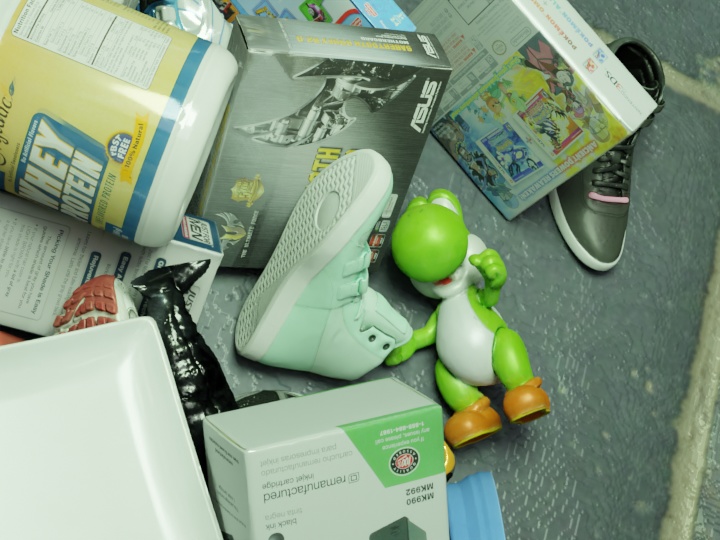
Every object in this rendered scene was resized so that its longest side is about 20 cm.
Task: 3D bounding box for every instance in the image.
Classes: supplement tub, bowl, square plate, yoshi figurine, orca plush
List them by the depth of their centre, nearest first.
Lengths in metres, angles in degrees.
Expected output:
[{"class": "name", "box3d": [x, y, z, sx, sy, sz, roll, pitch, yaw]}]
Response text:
[{"class": "square plate", "box3d": [-0.193, 0.140, 1.030, 0.199, 0.028, 0.199, -11, 76, -33]}, {"class": "supplement tub", "box3d": [-0.196, -0.114, 1.095, 0.199, 0.145, 0.146, 21, 66, -4]}, {"class": "orca plush", "box3d": [-0.094, 0.092, 1.128, 0.105, 0.071, 0.202, -5, 91, -58]}, {"class": "bowl", "box3d": [0.086, 0.246, 1.166, 0.039, 0.201, 0.202, -7, 75, 1]}, {"class": "yoshi figurine", "box3d": [0.072, 0.030, 1.275, 0.112, 0.112, 0.201, -14, 76, -19]}]

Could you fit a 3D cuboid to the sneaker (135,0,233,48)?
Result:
[{"class": "sneaker", "box3d": [-0.130, -0.185, 1.286, 0.086, 0.075, 0.202, -11, 82, -37]}]

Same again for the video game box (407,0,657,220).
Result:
[{"class": "video game box", "box3d": [0.115, -0.149, 1.296, 0.047, 0.200, 0.183, -40, 92, -29]}]

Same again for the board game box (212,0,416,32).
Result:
[{"class": "board game box", "box3d": [-0.064, -0.221, 1.270, 0.200, 0.151, 0.037, 49, 56, -2]}]

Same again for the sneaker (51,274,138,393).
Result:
[{"class": "sneaker", "box3d": [-0.162, 0.100, 1.156, 0.082, 0.077, 0.202, -25, 110, -50]}]

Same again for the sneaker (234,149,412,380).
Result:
[{"class": "sneaker", "box3d": [0.000, 0.000, 1.219, 0.118, 0.201, 0.074, 18, 36, -24]}]

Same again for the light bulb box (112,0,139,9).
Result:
[{"class": "light bulb box", "box3d": [-0.238, -0.263, 1.164, 0.199, 0.199, 0.125, 29, 38, -8]}]

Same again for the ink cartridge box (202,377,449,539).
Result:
[{"class": "ink cartridge box", "box3d": [-0.018, 0.188, 1.094, 0.145, 0.084, 0.202, -11, 106, -24]}]

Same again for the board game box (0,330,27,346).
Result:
[{"class": "board game box", "box3d": [-0.247, 0.118, 1.093, 0.103, 0.019, 0.201, 26, 35, -38]}]

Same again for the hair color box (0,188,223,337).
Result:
[{"class": "hair color box", "box3d": [-0.208, -0.007, 1.167, 0.199, 0.061, 0.101, 16, 111, -17]}]

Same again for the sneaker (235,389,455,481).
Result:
[{"class": "sneaker", "box3d": [-0.020, 0.128, 1.219, 0.198, 0.077, 0.079, 10, 72, -17]}]

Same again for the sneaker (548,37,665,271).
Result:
[{"class": "sneaker", "box3d": [0.211, -0.106, 1.380, 0.070, 0.099, 0.202, 7, 72, -22]}]

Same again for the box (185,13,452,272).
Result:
[{"class": "box", "box3d": [-0.037, -0.089, 1.217, 0.157, 0.201, 0.048, 2, 41, -23]}]
